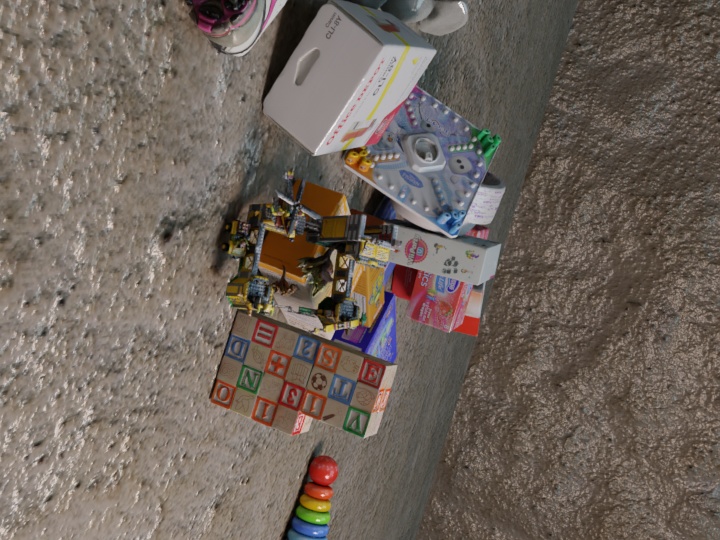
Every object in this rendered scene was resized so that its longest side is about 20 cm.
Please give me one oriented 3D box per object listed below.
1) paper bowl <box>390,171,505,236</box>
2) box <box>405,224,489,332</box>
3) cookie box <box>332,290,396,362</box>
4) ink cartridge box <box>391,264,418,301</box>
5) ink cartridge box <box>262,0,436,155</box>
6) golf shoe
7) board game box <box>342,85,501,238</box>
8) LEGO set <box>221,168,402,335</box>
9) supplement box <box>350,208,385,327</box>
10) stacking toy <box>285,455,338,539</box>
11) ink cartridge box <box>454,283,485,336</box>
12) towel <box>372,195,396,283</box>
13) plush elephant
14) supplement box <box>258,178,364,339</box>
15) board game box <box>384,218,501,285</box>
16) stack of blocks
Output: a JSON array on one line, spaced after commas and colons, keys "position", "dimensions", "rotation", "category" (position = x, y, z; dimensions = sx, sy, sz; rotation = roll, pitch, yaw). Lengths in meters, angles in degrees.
[{"position": [0.128, -0.129, 1.314], "dimensions": [0.106, 0.199, 0.200], "rotation": [-68, 165, 18], "category": "paper bowl"}, {"position": [0.168, 0.004, 1.538], "dimensions": [0.102, 0.094, 0.203], "rotation": [-13, 120, -68], "category": "box"}, {"position": [0.000, 0.153, 1.419], "dimensions": [0.201, 0.074, 0.172], "rotation": [85, 28, -52], "category": "cookie box"}, {"position": [0.119, -0.017, 1.636], "dimensions": [0.200, 0.066, 0.118], "rotation": [-49, 151, -53], "category": "ink cartridge box"}, {"position": [-0.007, -0.218, 0.923], "dimensions": [0.146, 0.083, 0.200], "rotation": [-54, 170, 23], "category": "ink cartridge box"}, {"position": [-0.084, -0.287, 0.710], "dimensions": [0.202, 0.072, 0.092], "rotation": [-61, 169, -2], "category": "golf shoe"}, {"position": [0.097, -0.178, 1.188], "dimensions": [0.201, 0.199, 0.026], "rotation": [-61, -172, -30], "category": "board game box"}, {"position": [-0.042, -0.006, 0.887], "dimensions": [0.199, 0.115, 0.156], "rotation": [25, 75, -38], "category": "LEGO set"}, {"position": [0.000, 0.000, 1.278], "dimensions": [0.067, 0.068, 0.201], "rotation": [-57, 160, -34], "category": "supplement box"}, {"position": [-0.086, 0.435, 1.453], "dimensions": [0.085, 0.084, 0.203], "rotation": [25, 78, -73], "category": "stacking toy"}, {"position": [0.191, 0.082, 1.810], "dimensions": [0.202, 0.160, 0.050], "rotation": [89, 19, -45], "category": "ink cartridge box"}, {"position": [0.039, -0.038, 1.436], "dimensions": [0.201, 0.024, 0.146], "rotation": [86, 26, -51], "category": "towel"}, {"position": [0.075, -0.382, 1.005], "dimensions": [0.163, 0.154, 0.203], "rotation": [17, 51, -36], "category": "plush elephant"}, {"position": [-0.060, -0.009, 1.061], "dimensions": [0.201, 0.073, 0.127], "rotation": [72, 40, -63], "category": "supplement box"}, {"position": [0.122, -0.035, 1.339], "dimensions": [0.147, 0.197, 0.065], "rotation": [-11, 115, -70], "category": "board game box"}, {"position": [-0.068, 0.136, 0.967], "dimensions": [0.059, 0.197, 0.117], "rotation": [17, 91, -74], "category": "stack of blocks"}]
